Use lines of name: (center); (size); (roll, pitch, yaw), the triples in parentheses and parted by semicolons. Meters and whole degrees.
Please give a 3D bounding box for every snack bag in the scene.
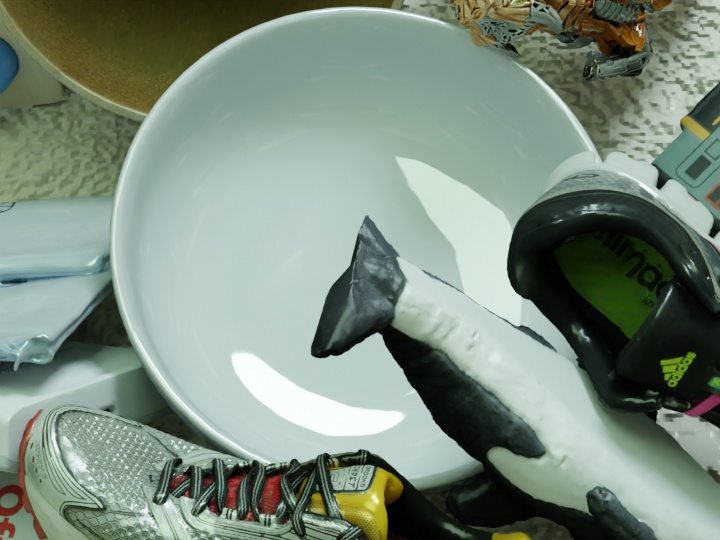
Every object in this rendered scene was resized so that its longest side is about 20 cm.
snack bag: (-0.185, 0.003, 1.008); (0.187, 0.022, 0.200); (-1, 15, 11)

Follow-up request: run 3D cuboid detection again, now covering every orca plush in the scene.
orca plush: (0.053, 0.071, 0.897); (0.071, 0.199, 0.106); (-45, 36, 21)

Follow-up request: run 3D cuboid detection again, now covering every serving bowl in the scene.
serving bowl: (0.000, 0.000, 0.991); (0.198, 0.066, 0.202); (2, 69, -6)

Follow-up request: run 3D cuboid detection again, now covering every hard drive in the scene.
hard drive: (-0.186, 0.044, 0.985); (0.199, 0.132, 0.027); (6, 101, 24)

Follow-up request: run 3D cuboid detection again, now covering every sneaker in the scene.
sneaker: (0.130, 0.031, 0.897); (0.200, 0.074, 0.087); (38, 28, 18)
sneaker: (-0.025, 0.089, 0.894); (0.199, 0.082, 0.078); (21, 37, -6)

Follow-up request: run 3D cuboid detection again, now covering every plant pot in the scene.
plant pot: (-0.057, -0.186, 1.092); (0.185, 0.188, 0.200); (-5, 27, 10)

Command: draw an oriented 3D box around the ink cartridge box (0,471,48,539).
ink cartridge box: (-0.205, 0.142, 0.944); (0.198, 0.084, 0.146); (4, 55, 16)

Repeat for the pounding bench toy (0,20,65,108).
pounding bench toy: (-0.210, -0.177, 1.103); (0.123, 0.201, 0.157); (-6, 53, 9)

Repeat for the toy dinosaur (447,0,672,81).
toy dinosaur: (0.091, -0.142, 1.047); (0.102, 0.200, 0.136); (-28, 83, 20)

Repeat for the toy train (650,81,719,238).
toy train: (0.201, -0.011, 0.963); (0.114, 0.085, 0.200); (-44, 59, -2)
